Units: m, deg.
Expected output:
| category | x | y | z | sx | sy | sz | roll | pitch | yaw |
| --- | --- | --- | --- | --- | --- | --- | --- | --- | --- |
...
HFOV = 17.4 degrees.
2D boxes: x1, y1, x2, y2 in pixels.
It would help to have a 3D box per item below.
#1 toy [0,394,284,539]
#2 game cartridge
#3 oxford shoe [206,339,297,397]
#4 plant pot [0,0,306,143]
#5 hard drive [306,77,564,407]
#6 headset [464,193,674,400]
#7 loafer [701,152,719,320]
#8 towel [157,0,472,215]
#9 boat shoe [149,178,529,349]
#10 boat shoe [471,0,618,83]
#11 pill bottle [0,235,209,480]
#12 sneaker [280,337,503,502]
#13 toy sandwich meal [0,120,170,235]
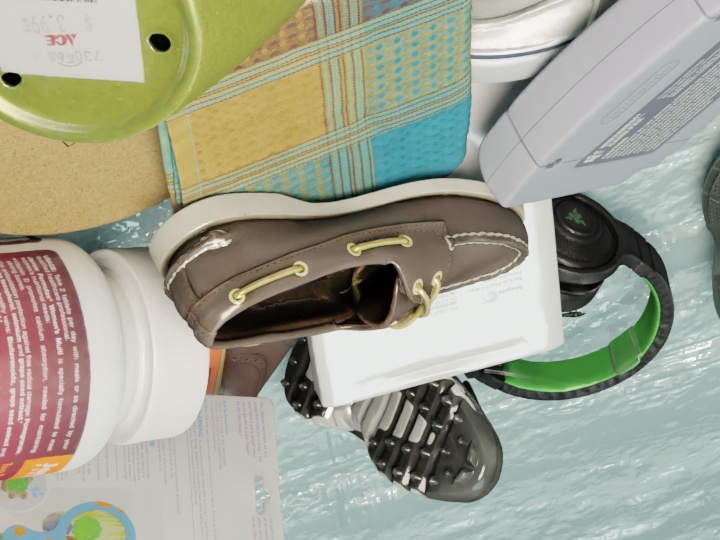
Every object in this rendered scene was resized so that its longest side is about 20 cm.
| category | x | y | z | sx | sy | sz | roll | pitch | yaw |
| --- | --- | --- | --- | --- | --- | --- | --- | --- | --- |
| toy | -0.139 | 0.114 | 1.124 | 0.198 | 0.116 | 0.047 | 5 | 140 | -15 |
| game cartridge | 0.146 | -0.099 | 1.077 | 0.133 | 0.042 | 0.200 | -7 | 154 | -45 |
| oxford shoe | -0.066 | 0.051 | 1.272 | 0.072 | 0.072 | 0.201 | -15 | 148 | -17 |
| plant pot | -0.077 | -0.140 | 0.796 | 0.185 | 0.201 | 0.188 | 7 | 131 | 8 |
| hard drive | 0.028 | -0.035 | 1.154 | 0.131 | 0.026 | 0.201 | -14 | 122 | -9 |
| headset | 0.085 | 0.016 | 1.273 | 0.199 | 0.094 | 0.123 | 31 | 124 | -31 |
| loafer | 0.233 | -0.036 | 1.321 | 0.071 | 0.063 | 0.201 | 21 | 150 | 16 |
| towel | -0.019 | -0.072 | 1.024 | 0.146 | 0.022 | 0.200 | -21 | 156 | -8 |
| boat shoe | 0.000 | 0.000 | 1.085 | 0.199 | 0.060 | 0.072 | -4 | 146 | -35 |
| boat shoe | 0.115 | -0.156 | 1.053 | 0.201 | 0.075 | 0.086 | -22 | 148 | 0 |
| pill bottle | -0.175 | 0.041 | 1.062 | 0.199 | 0.110 | 0.110 | -4 | 145 | -33 |
| sneaker | 0.037 | 0.081 | 1.267 | 0.090 | 0.200 | 0.067 | 21 | 92 | -30 |
| toy sandwich meal | -0.133 | -0.087 | 1.029 | 0.203 | 0.071 | 0.206 | -14 | 148 | -9 |
